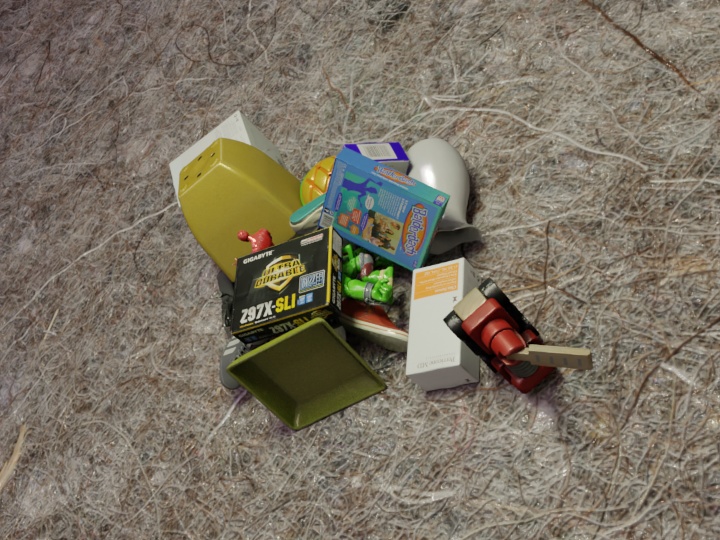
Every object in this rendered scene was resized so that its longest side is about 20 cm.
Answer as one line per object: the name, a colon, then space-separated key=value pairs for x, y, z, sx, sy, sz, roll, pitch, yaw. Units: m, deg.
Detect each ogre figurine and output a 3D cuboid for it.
ogre figurine: x=0.000 y=0.000 z=1.641 sx=0.119 sy=0.098 sz=0.201 roll=1 pitch=46 yaw=4

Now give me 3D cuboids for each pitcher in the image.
pitcher: x=0.122 y=-0.121 z=1.673 sx=0.171 sy=0.121 sz=0.201 roll=-30 pitch=57 yaw=33

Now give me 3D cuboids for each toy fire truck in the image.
toy fire truck: x=0.244 y=0.118 z=1.357 sx=0.129 sy=0.176 sz=0.200 roll=-42 pitch=44 yaw=5

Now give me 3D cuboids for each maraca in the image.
maraca: x=-0.024 y=-0.171 z=1.821 sx=0.199 sy=0.107 sz=0.138 roll=-19 pitch=67 yaw=9

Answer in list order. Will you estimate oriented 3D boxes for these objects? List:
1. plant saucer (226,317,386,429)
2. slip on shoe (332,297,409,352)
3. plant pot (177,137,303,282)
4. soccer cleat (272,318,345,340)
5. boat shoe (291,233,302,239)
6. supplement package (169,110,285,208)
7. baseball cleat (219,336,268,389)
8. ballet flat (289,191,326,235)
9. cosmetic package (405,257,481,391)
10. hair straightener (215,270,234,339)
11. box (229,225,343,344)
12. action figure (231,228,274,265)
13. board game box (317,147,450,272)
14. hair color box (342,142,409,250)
plant saucer: x=-0.089 y=0.166 z=1.570 sx=0.199 sy=0.200 sz=0.048 roll=-27 pitch=37 yaw=19
slip on shoe: x=0.024 y=0.089 z=1.626 sx=0.200 sy=0.074 sz=0.061 roll=21 pitch=71 yaw=49
plant pot: x=-0.249 y=-0.142 z=1.833 sx=0.195 sy=0.200 sz=0.194 roll=-36 pitch=31 yaw=15
soccer cleat: x=-0.097 y=0.134 z=1.689 sx=0.200 sy=0.070 sz=0.087 roll=-5 pitch=97 yaw=53
boat shoe: x=-0.138 y=-0.011 z=1.830 sx=0.065 sy=0.074 sz=0.200 roll=23 pitch=71 yaw=17
supplement package: x=-0.279 y=-0.201 z=2.002 sx=0.200 sy=0.151 sz=0.152 roll=-35 pitch=46 yaw=13
baseball cleat: x=-0.203 y=0.132 z=1.674 sx=0.106 sy=0.070 sz=0.201 roll=-97 pitch=32 yaw=-81
ballet flat: x=-0.042 y=-0.130 z=1.746 sx=0.200 sy=0.069 sz=0.070 roll=-36 pitch=45 yaw=8
cosmetic package: x=0.139 y=0.088 z=1.535 sx=0.101 sy=0.071 sz=0.201 roll=-15 pitch=53 yaw=29
hair straightener: x=-0.268 y=0.075 z=1.854 sx=0.041 sy=0.077 sz=0.201 roll=-28 pitch=48 yaw=24
box: x=-0.125 y=0.026 z=1.591 sx=0.199 sy=0.049 sz=0.160 roll=-17 pitch=53 yaw=25
action figure: x=-0.158 y=-0.019 z=1.762 sx=0.099 sy=0.200 sz=0.065 roll=-19 pitch=46 yaw=52
board game box: x=0.037 y=-0.101 z=1.585 sx=0.199 sy=0.152 sz=0.045 roll=27 pitch=40 yaw=9
hair color box: x=0.011 y=-0.131 z=1.683 sx=0.109 sy=0.201 sz=0.065 roll=-5 pitch=44 yaw=-19
